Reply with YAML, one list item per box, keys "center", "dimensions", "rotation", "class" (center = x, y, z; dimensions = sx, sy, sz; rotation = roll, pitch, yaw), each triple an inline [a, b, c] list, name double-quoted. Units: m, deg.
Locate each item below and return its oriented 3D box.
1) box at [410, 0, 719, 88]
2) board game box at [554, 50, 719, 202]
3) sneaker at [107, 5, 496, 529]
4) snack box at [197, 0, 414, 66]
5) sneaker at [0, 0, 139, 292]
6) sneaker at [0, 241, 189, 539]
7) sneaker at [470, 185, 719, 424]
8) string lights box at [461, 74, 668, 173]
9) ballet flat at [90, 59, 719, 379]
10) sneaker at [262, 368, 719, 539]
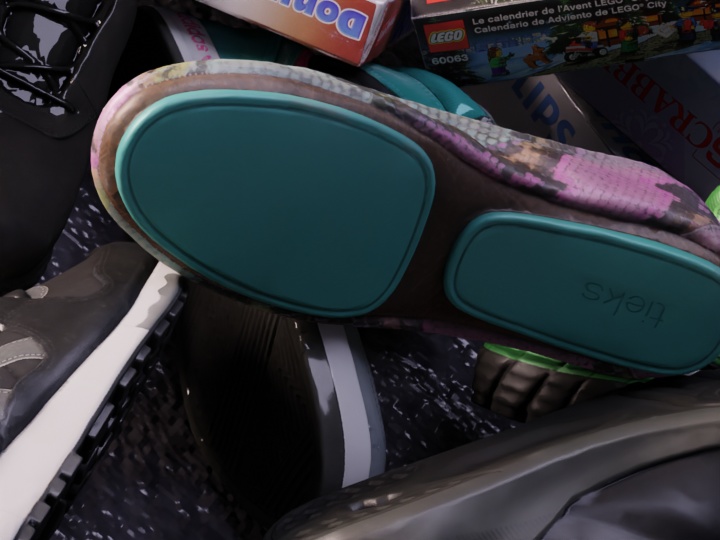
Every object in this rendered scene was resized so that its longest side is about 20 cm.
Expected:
- center: [0.084, -0.155, 0.887]
  dimensions: [0.136, 0.038, 0.201]
  rotation: [-8, 52, 8]
  class: "box"
- center: [0.154, -0.079, 0.976]
  dimensions: [0.199, 0.041, 0.200]
  rotation: [42, 31, 10]
  class: "board game box"
- center: [0.000, 0.000, 0.807]
  dimensions: [0.120, 0.084, 0.201]
  rotation: [4, 44, -28]
  class: "sneaker"
- center: [-0.014, -0.102, 0.891]
  dimensions: [0.071, 0.024, 0.200]
  rotation: [23, 12, 3]
  class: "snack box"
- center: [-0.101, -0.076, 0.787]
  dimensions: [0.076, 0.091, 0.201]
  rotation: [27, 35, -20]
  class: "sneaker"
- center: [-0.110, 0.035, 0.661]
  dimensions: [0.087, 0.076, 0.200]
  rotation: [31, 32, 0]
  class: "sneaker"
- center: [0.137, 0.018, 0.792]
  dimensions: [0.198, 0.086, 0.078]
  rotation: [9, 1, 0]
  class: "sneaker"
- center: [0.127, -0.049, 1.008]
  dimensions: [0.199, 0.059, 0.103]
  rotation: [3, 46, -43]
  class: "string lights box"
- center: [0.015, -0.020, 0.725]
  dimensions: [0.199, 0.069, 0.071]
  rotation: [14, 26, -22]
  class: "ballet flat"
- center: [0.078, 0.093, 0.718]
  dimensions: [0.198, 0.076, 0.115]
  rotation: [-19, 99, -20]
  class: "sneaker"
